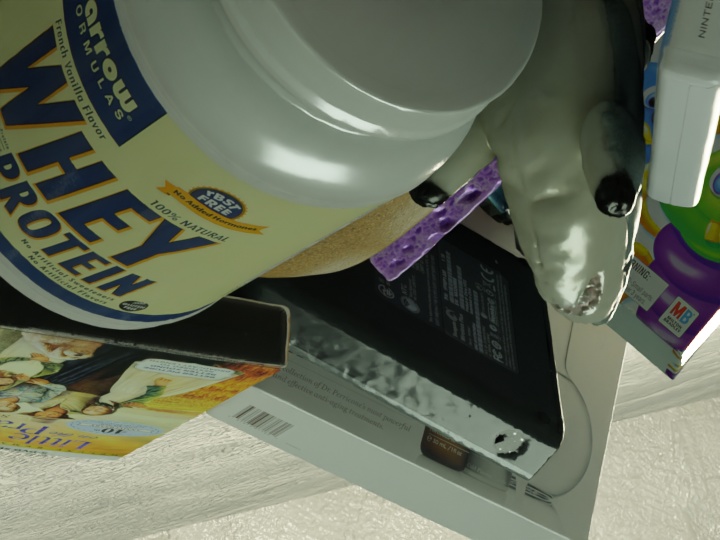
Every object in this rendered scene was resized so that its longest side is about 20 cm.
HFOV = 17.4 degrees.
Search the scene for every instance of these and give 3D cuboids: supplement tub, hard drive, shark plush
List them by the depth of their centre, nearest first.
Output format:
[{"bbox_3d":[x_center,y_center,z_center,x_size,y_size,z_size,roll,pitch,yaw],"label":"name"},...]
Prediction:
[{"bbox_3d":[-0.046,-0.074,0.812,0.144,0.146,0.200,-8,167,-40],"label":"supplement tub"},{"bbox_3d":[0.077,-0.085,0.850,0.090,0.201,0.083,-10,160,35],"label":"shark plush"},{"bbox_3d":[0.000,0.000,1.068,0.199,0.140,0.033,30,119,-19],"label":"hard drive"}]

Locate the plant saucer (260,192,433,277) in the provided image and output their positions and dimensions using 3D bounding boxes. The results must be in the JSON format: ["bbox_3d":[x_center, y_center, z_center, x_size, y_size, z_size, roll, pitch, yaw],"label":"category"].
[{"bbox_3d":[0.021,-0.065,0.944,0.200,0.035,0.200,-44,-165,15],"label":"plant saucer"}]

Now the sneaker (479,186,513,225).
[{"bbox_3d":[0.103,-0.070,1.193,0.095,0.079,0.200,-43,170,13],"label":"sneaker"}]

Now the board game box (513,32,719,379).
[{"bbox_3d":[0.174,-0.062,1.104,0.200,0.103,0.105,-50,170,-3],"label":"board game box"}]

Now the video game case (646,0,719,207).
[{"bbox_3d":[0.125,-0.126,0.766,0.022,0.183,0.200,14,173,7],"label":"video game case"}]

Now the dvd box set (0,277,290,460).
[{"bbox_3d":[-0.136,0.043,1.015,0.146,0.030,0.200,10,161,-25],"label":"dvd box set"}]

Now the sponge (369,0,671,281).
[{"bbox_3d":[0.076,-0.083,0.983,0.200,0.030,0.112,-42,-170,14],"label":"sponge"}]

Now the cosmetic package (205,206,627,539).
[{"bbox_3d":[0.035,0.039,1.172,0.199,0.151,0.052,27,148,-21],"label":"cosmetic package"}]
